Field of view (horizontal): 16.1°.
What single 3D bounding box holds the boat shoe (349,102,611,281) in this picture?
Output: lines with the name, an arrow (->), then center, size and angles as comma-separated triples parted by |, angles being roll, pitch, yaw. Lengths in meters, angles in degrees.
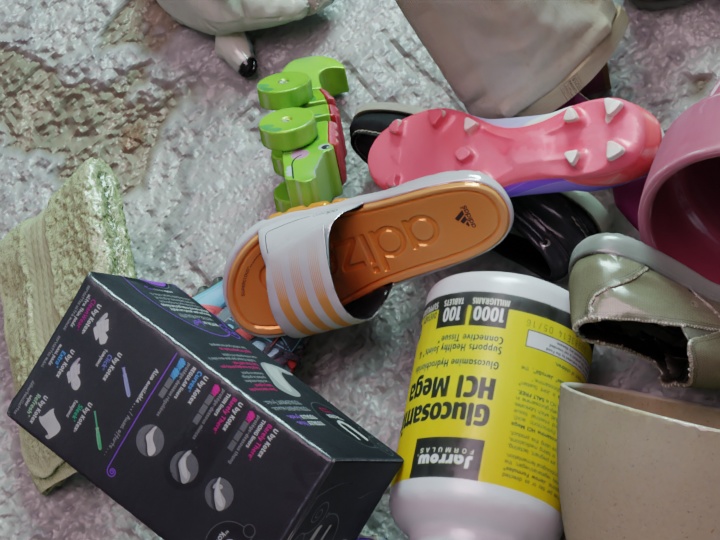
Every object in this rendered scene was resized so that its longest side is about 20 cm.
boat shoe -> 0.066, -0.047, 1.692 | 0.198, 0.075, 0.066 | 28, 65, 18

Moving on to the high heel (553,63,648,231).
high heel -> 0.140, -0.077, 1.678 | 0.095, 0.068, 0.201 | -21, 55, -2

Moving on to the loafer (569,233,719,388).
loafer -> 0.213, 0.050, 1.555 | 0.199, 0.075, 0.070 | 23, 57, 3

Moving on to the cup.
cup -> 0.201, 0.157, 1.500 | 0.199, 0.200, 0.144 | 13, 93, 24

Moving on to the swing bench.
swing bench -> 0.078, -0.230, 1.657 | 0.129, 0.199, 0.201 | -25, 40, 14

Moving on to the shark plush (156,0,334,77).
shark plush -> -0.108, -0.211, 1.857 | 0.083, 0.091, 0.199 | -41, 36, -25

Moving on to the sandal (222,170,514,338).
sandal -> -0.003, -0.007, 1.602 | 0.205, 0.080, 0.059 | -21, 20, 23

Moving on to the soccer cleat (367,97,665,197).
soccer cleat -> 0.101, -0.071, 1.625 | 0.199, 0.076, 0.067 | -7, 72, 29

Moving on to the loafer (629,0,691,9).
loafer -> 0.263, -0.228, 1.701 | 0.199, 0.070, 0.076 | -22, 81, 13

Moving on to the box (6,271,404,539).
box -> -0.094, 0.101, 1.548 | 0.199, 0.122, 0.107 | 35, 100, 21

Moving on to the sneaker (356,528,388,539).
sneaker -> -0.065, 0.230, 1.618 | 0.199, 0.070, 0.100 | -19, 69, 13

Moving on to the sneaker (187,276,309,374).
sneaker -> -0.059, 0.043, 1.705 | 0.199, 0.079, 0.096 | -33, 73, 9

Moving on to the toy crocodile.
toy crocodile -> -0.034, -0.088, 1.713 | 0.061, 0.068, 0.200 | -11, 24, 2

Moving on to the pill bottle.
pill bottle -> 0.079, 0.112, 1.590 | 0.112, 0.113, 0.202 | 3, 67, 20

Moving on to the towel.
towel -> -0.197, 0.038, 1.724 | 0.148, 0.036, 0.201 | -38, 53, 43

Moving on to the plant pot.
plant pot -> 0.289, -0.075, 1.573 | 0.198, 0.201, 0.180 | 8, 53, 22
